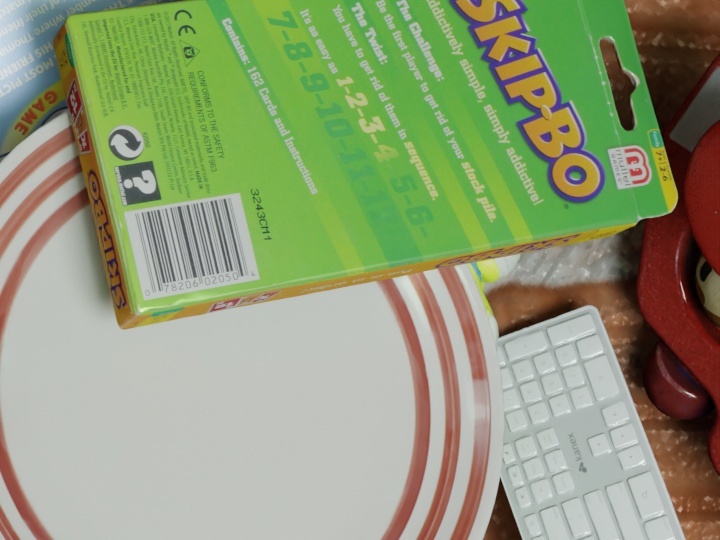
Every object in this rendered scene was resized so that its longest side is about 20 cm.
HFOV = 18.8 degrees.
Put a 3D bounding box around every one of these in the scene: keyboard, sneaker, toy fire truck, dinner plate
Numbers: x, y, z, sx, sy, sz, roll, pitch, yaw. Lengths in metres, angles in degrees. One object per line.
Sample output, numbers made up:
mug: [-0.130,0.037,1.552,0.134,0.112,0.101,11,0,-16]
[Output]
keyboard: [0.094,0.112,0.789,0.056,0.011,0.201,-21,71,7]
sneaker: [0.000,0.000,0.766,0.104,0.076,0.202,8,87,-8]
toy fire truck: [0.171,0.026,0.768,0.112,0.200,0.168,-22,153,-44]
dinner plate: [-0.044,0.039,0.690,0.199,0.024,0.202,9,71,-26]

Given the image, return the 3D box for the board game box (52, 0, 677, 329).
board game box: [0.006,-0.046,0.706,0.198,0.030,0.096,-11,81,-23]

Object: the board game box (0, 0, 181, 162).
board game box: [-0.100,-0.118,0.727,0.151,0.037,0.201,-32,108,-12]

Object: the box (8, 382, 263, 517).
box: [-0.128,0.133,0.735,0.095,0.100,0.201,29,90,-21]
